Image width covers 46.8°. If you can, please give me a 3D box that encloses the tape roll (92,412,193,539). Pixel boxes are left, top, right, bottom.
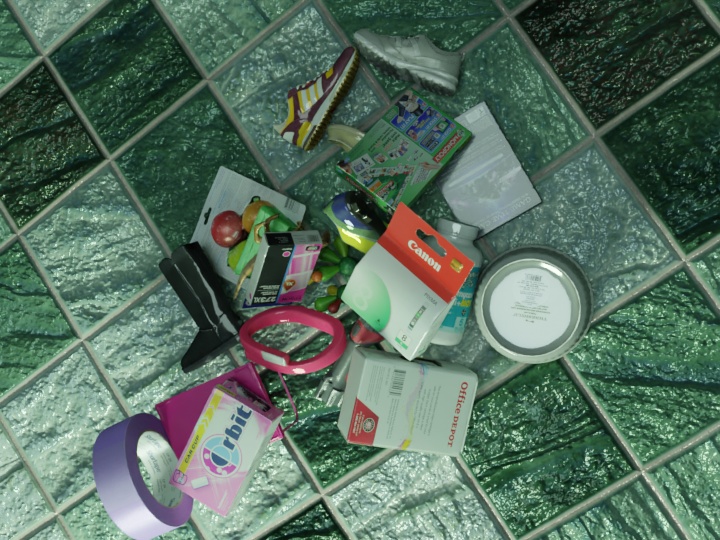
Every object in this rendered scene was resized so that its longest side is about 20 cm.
[{"bbox_3d":[-0.361,0.343,1.394,0.066,0.200,0.200,-24,86,10],"label":"tape roll"}]

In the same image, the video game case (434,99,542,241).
[{"bbox_3d":[0.198,-0.167,1.417,0.143,0.019,0.200,-30,85,14],"label":"video game case"}]

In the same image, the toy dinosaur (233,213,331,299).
[{"bbox_3d":[-0.148,-0.033,1.401,0.200,0.060,0.106,-24,100,2],"label":"toy dinosaur"}]

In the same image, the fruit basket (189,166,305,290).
[{"bbox_3d":[-0.207,-0.068,1.501,0.200,0.094,0.186,26,98,28],"label":"fruit basket"}]

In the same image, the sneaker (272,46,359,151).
[{"bbox_3d":[-0.079,-0.313,1.453,0.090,0.075,0.200,32,98,6],"label":"sneaker"}]

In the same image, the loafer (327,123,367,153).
[{"bbox_3d":[0.021,-0.187,1.431,0.200,0.076,0.068,30,92,11],"label":"loafer"}]

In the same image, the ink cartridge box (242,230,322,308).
[{"bbox_3d":[-0.135,0.010,1.400,0.200,0.094,0.037,115,143,-47],"label":"ink cartridge box"}]

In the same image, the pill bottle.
[{"bbox_3d":[0.139,0.017,1.388,0.111,0.111,0.200,15,97,13],"label":"pill bottle"}]

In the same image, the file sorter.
[{"bbox_3d":[-0.230,0.255,1.485,0.200,0.125,0.139,-25,87,15],"label":"file sorter"}]

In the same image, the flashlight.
[{"bbox_3d":[-0.005,0.148,1.443,0.068,0.068,0.200,32,113,13],"label":"flashlight"}]

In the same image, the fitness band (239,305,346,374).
[{"bbox_3d":[-0.116,0.116,1.425,0.200,0.144,0.038,16,127,39],"label":"fitness band"}]

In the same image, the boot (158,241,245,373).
[{"bbox_3d":[-0.309,0.068,1.508,0.165,0.066,0.200,-32,94,21],"label":"boot"}]

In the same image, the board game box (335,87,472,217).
[{"bbox_3d":[0.072,-0.195,1.376,0.135,0.029,0.200,39,71,9],"label":"board game box"}]

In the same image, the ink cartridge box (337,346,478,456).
[{"bbox_3d":[0.078,0.219,1.387,0.200,0.083,0.146,11,95,-15],"label":"ink cartridge box"}]

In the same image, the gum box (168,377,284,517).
[{"bbox_3d":[-0.220,0.289,1.384,0.113,0.066,0.200,28,100,9],"label":"gum box"}]

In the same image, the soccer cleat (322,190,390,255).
[{"bbox_3d":[0.016,-0.051,1.379,0.084,0.065,0.200,-18,125,35],"label":"soccer cleat"}]

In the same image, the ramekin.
[{"bbox_3d":[0.279,0.058,1.359,0.200,0.105,0.201,0,92,15],"label":"ramekin"}]

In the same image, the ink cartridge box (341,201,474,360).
[{"bbox_3d":[0.069,0.019,1.302,0.161,0.050,0.200,42,132,20],"label":"ink cartridge box"}]

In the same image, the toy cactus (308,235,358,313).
[{"bbox_3d":[0.000,0.000,1.443,0.165,0.102,0.200,30,90,2],"label":"toy cactus"}]

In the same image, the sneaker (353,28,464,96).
[{"bbox_3d":[0.084,-0.370,1.422,0.200,0.075,0.082,26,83,6],"label":"sneaker"}]
